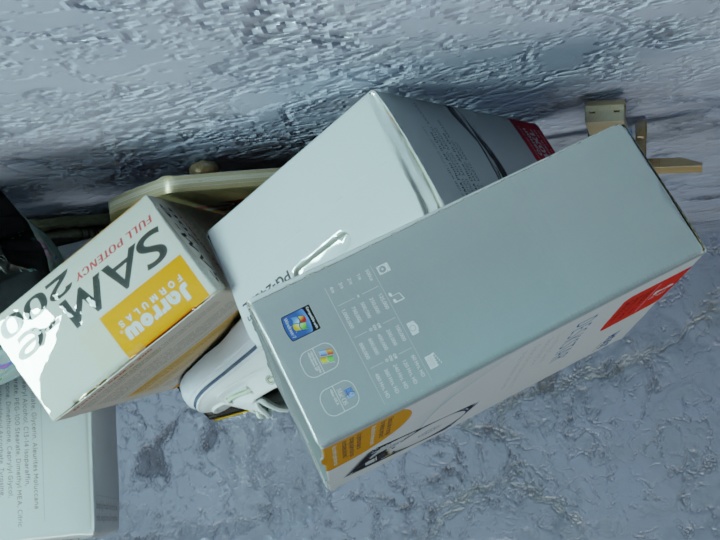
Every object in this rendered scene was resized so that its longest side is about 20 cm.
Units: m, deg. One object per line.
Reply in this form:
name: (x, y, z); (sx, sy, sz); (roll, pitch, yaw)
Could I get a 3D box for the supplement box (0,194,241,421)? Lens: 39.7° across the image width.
supplement box: (-0.131, 0.023, 0.657); (0.126, 0.074, 0.200); (-38, 173, 6)

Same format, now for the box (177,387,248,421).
box: (-0.122, 0.066, 0.981); (0.159, 0.050, 0.200); (-15, 140, 15)

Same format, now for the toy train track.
toy train track: (0.176, -0.092, 0.688); (0.114, 0.033, 0.200); (0, 174, 18)

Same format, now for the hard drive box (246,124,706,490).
hard drive box: (0.053, 0.026, 0.517); (0.199, 0.077, 0.156); (-27, 163, -8)

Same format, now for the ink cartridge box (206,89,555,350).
ink cartridge box: (0.029, -0.026, 0.606); (0.145, 0.084, 0.200); (-37, 161, 30)

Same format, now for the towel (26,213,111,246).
towel: (-0.243, -0.025, 0.918); (0.199, 0.035, 0.192); (-5, 177, -26)

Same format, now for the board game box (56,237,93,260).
board game box: (-0.230, -0.001, 0.871); (0.199, 0.035, 0.126); (-11, 174, 21)

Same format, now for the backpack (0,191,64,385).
backpack: (-0.299, 0.025, 0.671); (0.199, 0.168, 0.127); (-22, 174, -10)

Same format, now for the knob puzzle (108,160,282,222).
knob puzzle: (-0.080, -0.058, 0.671); (0.218, 0.031, 0.220); (-6, 178, 0)

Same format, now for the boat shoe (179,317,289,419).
boat shoe: (-0.072, 0.074, 0.700); (0.073, 0.067, 0.200); (-34, 173, -31)

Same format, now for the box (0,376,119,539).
box: (-0.274, 0.121, 0.818); (0.130, 0.201, 0.199); (-3, 166, -9)
